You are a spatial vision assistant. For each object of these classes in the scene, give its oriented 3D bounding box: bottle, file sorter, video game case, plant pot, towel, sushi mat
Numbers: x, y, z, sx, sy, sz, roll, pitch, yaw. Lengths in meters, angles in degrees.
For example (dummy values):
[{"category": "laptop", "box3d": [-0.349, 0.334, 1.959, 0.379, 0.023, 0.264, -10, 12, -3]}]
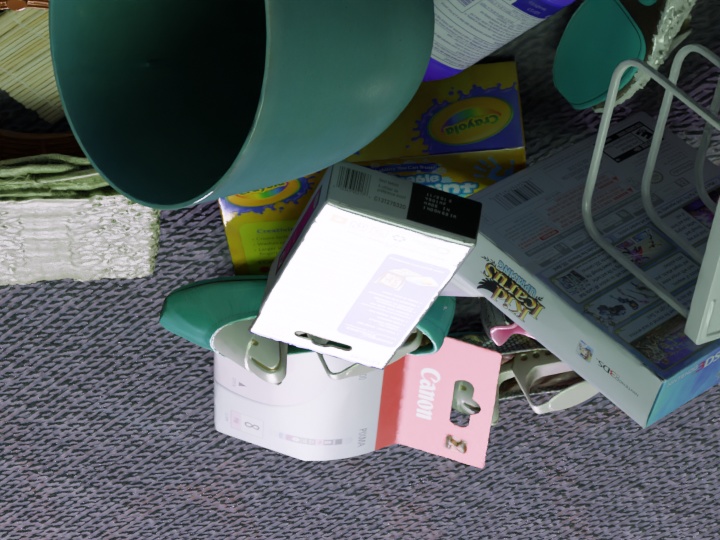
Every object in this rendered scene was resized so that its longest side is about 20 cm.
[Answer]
[{"category": "bottle", "box3d": [0.044, -0.156, 1.686, 0.083, 0.066, 0.199, 28, 136, -36]}, {"category": "file sorter", "box3d": [0.253, -0.068, 1.697, 0.199, 0.125, 0.139, -15, 132, -33]}, {"category": "video game case", "box3d": [0.176, -0.005, 1.740, 0.199, 0.181, 0.046, -26, 144, -40]}, {"category": "plant pot", "box3d": [-0.056, -0.141, 1.594, 0.160, 0.202, 0.200, -7, 156, -42]}, {"category": "towel", "box3d": [-0.202, -0.034, 1.842, 0.147, 0.037, 0.200, -3, 162, -3]}, {"category": "sushi mat", "box3d": [-0.157, -0.154, 1.724, 0.199, 0.012, 0.095, -28, 139, 32]}]

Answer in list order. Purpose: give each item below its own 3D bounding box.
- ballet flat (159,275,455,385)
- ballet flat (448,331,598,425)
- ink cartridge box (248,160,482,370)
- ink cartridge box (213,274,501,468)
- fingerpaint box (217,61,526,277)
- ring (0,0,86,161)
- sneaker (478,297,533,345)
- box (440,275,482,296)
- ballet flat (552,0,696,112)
[{"category": "ballet flat", "box3d": [-0.036, 0.038, 1.833, 0.198, 0.071, 0.067, -6, 148, 6]}, {"category": "ballet flat", "box3d": [0.109, 0.075, 2.031, 0.199, 0.072, 0.072, -11, 145, 12]}, {"category": "ink cartridge box", "box3d": [0.000, 0.000, 1.717, 0.094, 0.037, 0.200, 16, 151, -9]}, {"category": "ink cartridge box", "box3d": [-0.007, 0.087, 2.005, 0.199, 0.057, 0.163, 21, 147, 11]}, {"category": "fingerpaint box", "box3d": [0.010, -0.053, 1.830, 0.198, 0.074, 0.167, -5, 147, 3]}, {"category": "ring", "box3d": [-0.204, -0.118, 1.745, 0.199, 0.019, 0.201, 0, 145, 0]}, {"category": "sneaker", "box3d": [0.166, 0.028, 1.943, 0.199, 0.096, 0.079, 8, 143, -17]}, {"category": "box", "box3d": [0.060, -0.009, 1.796, 0.198, 0.042, 0.039, 1, 146, -8]}, {"category": "ballet flat", "box3d": [0.183, -0.164, 1.688, 0.071, 0.072, 0.200, 9, 144, -17]}]
